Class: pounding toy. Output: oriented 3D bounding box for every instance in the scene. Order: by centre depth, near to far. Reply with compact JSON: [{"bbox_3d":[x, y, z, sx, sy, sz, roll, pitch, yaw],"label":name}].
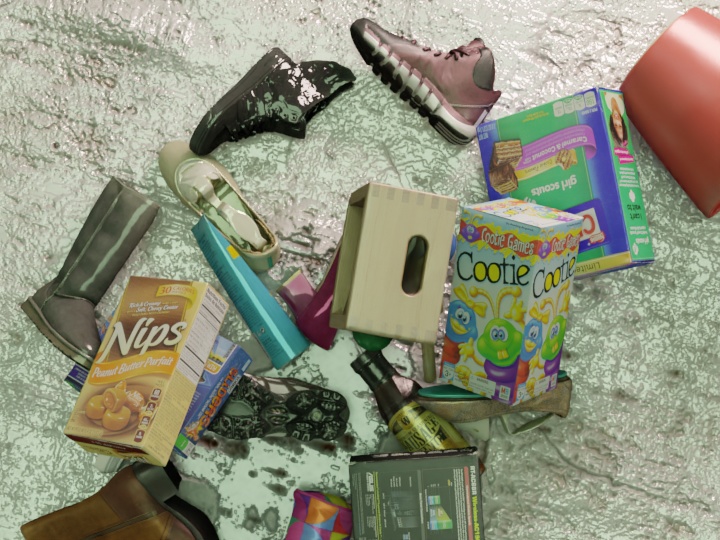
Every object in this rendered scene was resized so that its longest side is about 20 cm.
[{"bbox_3d":[0.048,0.020,1.522,0.140,0.184,0.203,10,87,-8],"label":"pounding toy"}]

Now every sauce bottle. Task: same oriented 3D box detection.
[{"bbox_3d":[0.063,0.176,1.605,0.066,0.066,0.200,-41,86,-2],"label":"sauce bottle"}]

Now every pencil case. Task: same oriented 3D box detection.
[{"bbox_3d":[-0.068,0.356,1.585,0.087,0.088,0.202,20,86,2],"label":"pencil case"}]

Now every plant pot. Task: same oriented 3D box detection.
[{"bbox_3d":[0.406,-0.193,1.575,0.177,0.200,0.200,44,87,14],"label":"plant pot"}]

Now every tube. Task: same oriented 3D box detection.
[{"bbox_3d":[-0.137,0.024,1.620,0.050,0.077,0.201,-36,90,-27],"label":"tube"}]

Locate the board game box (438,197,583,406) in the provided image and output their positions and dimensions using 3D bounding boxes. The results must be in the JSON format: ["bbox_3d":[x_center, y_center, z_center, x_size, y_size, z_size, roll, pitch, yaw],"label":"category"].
[{"bbox_3d":[0.168,0.032,1.525,0.102,0.104,0.203,17,108,34],"label":"board game box"}]

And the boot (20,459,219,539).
[{"bbox_3d":[-0.274,0.336,1.599,0.199,0.069,0.190,-31,103,6],"label":"boot"}]

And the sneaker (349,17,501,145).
[{"bbox_3d":[0.088,-0.255,1.639,0.200,0.076,0.116,44,82,-7],"label":"sneaker"}]

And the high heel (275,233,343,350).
[{"bbox_3d":[0.000,0.000,1.619,0.199,0.067,0.096,-40,91,-4],"label":"high heel"}]

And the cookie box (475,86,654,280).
[{"bbox_3d":[0.236,-0.090,1.576,0.170,0.075,0.203,-15,84,37],"label":"cookie box"}]

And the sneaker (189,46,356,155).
[{"bbox_3d":[-0.105,-0.190,1.634,0.104,0.060,0.200,41,77,5],"label":"sneaker"}]

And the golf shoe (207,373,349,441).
[{"bbox_3d":[-0.111,0.159,1.594,0.197,0.094,0.079,12,92,1],"label":"golf shoe"}]

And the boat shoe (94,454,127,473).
[{"bbox_3d":[-0.231,0.170,1.613,0.068,0.072,0.200,40,78,3],"label":"boat shoe"}]

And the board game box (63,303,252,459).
[{"bbox_3d":[-0.234,0.114,1.564,0.199,0.035,0.136,24,73,37],"label":"board game box"}]

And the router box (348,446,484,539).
[{"bbox_3d":[0.067,0.304,1.539,0.148,0.062,0.203,-4,90,4],"label":"router box"}]

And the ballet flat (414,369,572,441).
[{"bbox_3d":[0.159,0.162,1.587,0.197,0.068,0.068,-6,99,-15],"label":"ballet flat"}]

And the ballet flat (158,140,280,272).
[{"bbox_3d":[-0.169,-0.082,1.627,0.069,0.069,0.200,-44,86,-2],"label":"ballet flat"}]

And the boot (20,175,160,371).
[{"bbox_3d":[-0.298,0.003,1.595,0.200,0.073,0.181,-48,51,-5],"label":"boot"}]

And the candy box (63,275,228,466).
[{"bbox_3d":[-0.236,0.108,1.509,0.114,0.055,0.202,5,63,30],"label":"candy box"}]
